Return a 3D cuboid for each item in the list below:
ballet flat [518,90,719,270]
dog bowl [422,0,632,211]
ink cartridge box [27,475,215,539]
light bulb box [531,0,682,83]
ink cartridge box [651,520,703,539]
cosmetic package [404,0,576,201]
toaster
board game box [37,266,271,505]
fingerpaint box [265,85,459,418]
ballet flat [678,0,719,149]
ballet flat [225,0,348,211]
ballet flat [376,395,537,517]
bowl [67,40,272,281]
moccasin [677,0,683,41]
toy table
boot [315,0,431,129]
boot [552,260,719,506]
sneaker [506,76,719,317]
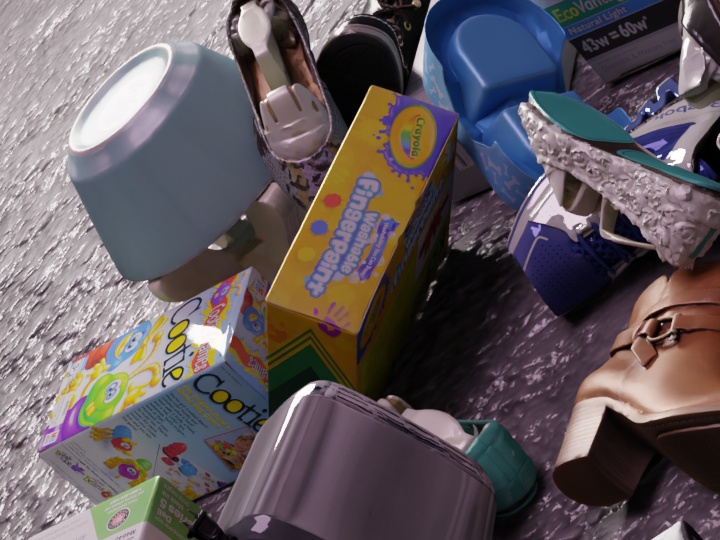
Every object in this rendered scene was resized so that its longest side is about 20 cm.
[{"bbox_3d":[0.157,-0.056,1.525,0.072,0.072,0.200,-48,38,-4],"label":"ballet flat"},{"bbox_3d":[0.116,-0.115,1.706,0.200,0.111,0.050,56,146,28],"label":"dog bowl"},{"bbox_3d":[-0.186,0.265,1.692,0.145,0.084,0.201,-27,33,33],"label":"ink cartridge box"},{"bbox_3d":[0.240,-0.275,1.774,0.198,0.125,0.201,-21,37,39],"label":"light bulb box"},{"bbox_3d":[0.126,0.258,1.304,0.200,0.047,0.198,-36,30,15],"label":"ink cartridge box"},{"bbox_3d":[0.104,-0.163,1.863,0.106,0.090,0.201,-24,31,36],"label":"cosmetic package"},{"bbox_3d":[-0.009,0.159,1.465,0.114,0.199,0.130,-47,17,49],"label":"toaster"},{"bbox_3d":[-0.131,0.099,1.818,0.199,0.105,0.103,-26,32,33],"label":"board game box"},{"bbox_3d":[0.000,0.000,1.698,0.167,0.073,0.201,92,-160,-57],"label":"fingerpaint box"},{"bbox_3d":[0.244,-0.114,1.523,0.068,0.068,0.201,-38,62,14],"label":"ballet flat"},{"bbox_3d":[-0.059,-0.133,1.791,0.072,0.072,0.201,-33,60,23],"label":"ballet flat"},{"bbox_3d":[0.041,0.115,1.586,0.067,0.071,0.200,-43,24,-24],"label":"ballet flat"},{"bbox_3d":[-0.153,-0.101,1.868,0.200,0.105,0.201,-35,28,22],"label":"bowl"},{"bbox_3d":[0.298,-0.162,1.580,0.201,0.077,0.074,3,94,44],"label":"moccasin"},{"bbox_3d":[-0.076,-0.025,1.896,0.199,0.117,0.184,-13,41,48],"label":"toy table"},{"bbox_3d":[0.015,-0.186,1.908,0.204,0.073,0.155,89,-164,-63],"label":"boot"},{"bbox_3d":[0.213,0.061,1.432,0.200,0.077,0.156,-24,30,50],"label":"boot"},{"bbox_3d":[0.193,-0.049,1.584,0.199,0.081,0.115,-44,25,2],"label":"sneaker"}]
